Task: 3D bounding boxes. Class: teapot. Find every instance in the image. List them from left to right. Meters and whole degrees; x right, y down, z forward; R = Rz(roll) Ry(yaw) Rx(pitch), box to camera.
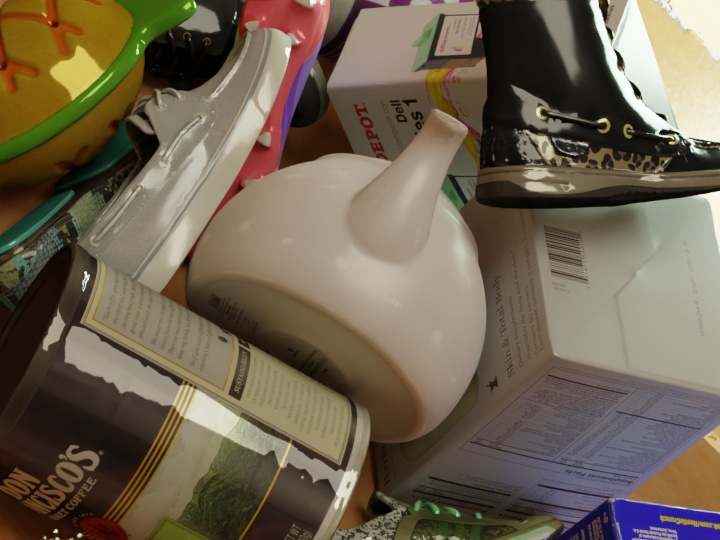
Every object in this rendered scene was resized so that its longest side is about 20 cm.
[{"bbox_3d":[0.000,0.000,1.589,0.146,0.199,0.198,-59,135,-26],"label":"teapot"}]

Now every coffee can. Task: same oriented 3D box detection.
[{"bbox_3d":[-0.115,0.094,1.518,0.199,0.146,0.147,29,48,-15],"label":"coffee can"}]

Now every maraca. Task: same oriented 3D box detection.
[{"bbox_3d":[-0.183,-0.127,1.625,0.200,0.137,0.107,-42,124,-18],"label":"maraca"}]

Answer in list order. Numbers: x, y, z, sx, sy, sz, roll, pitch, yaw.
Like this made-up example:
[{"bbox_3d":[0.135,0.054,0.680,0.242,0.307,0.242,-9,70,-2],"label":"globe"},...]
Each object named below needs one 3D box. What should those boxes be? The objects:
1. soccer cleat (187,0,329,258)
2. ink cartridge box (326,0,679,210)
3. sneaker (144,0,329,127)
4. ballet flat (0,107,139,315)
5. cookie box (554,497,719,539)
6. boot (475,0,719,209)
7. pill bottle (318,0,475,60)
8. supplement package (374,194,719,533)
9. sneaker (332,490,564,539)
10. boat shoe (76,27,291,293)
[{"bbox_3d":[-0.068,-0.101,1.689,0.066,0.201,0.076,22,8,12],"label":"soccer cleat"},{"bbox_3d":[0.096,-0.099,1.733,0.145,0.199,0.084,65,36,-39],"label":"ink cartridge box"},{"bbox_3d":[-0.122,-0.144,1.740,0.200,0.075,0.106,38,50,7],"label":"sneaker"},{"bbox_3d":[-0.166,-0.031,1.637,0.074,0.074,0.200,44,48,-1],"label":"ballet flat"},{"bbox_3d":[0.170,0.219,1.590,0.170,0.200,0.076,10,56,-28],"label":"cookie box"},{"bbox_3d":[0.152,-0.117,1.584,0.203,0.073,0.155,-4,87,-32],"label":"boot"},{"bbox_3d":[0.009,-0.196,1.831,0.199,0.112,0.113,14,53,-26],"label":"pill bottle"},{"bbox_3d":[0.118,0.052,1.669,0.150,0.200,0.152,13,53,-28],"label":"supplement package"},{"bbox_3d":[0.044,0.166,1.635,0.199,0.077,0.089,-9,56,-41],"label":"sneaker"},{"bbox_3d":[-0.110,-0.074,1.587,0.071,0.070,0.201,33,70,-12],"label":"boat shoe"}]
